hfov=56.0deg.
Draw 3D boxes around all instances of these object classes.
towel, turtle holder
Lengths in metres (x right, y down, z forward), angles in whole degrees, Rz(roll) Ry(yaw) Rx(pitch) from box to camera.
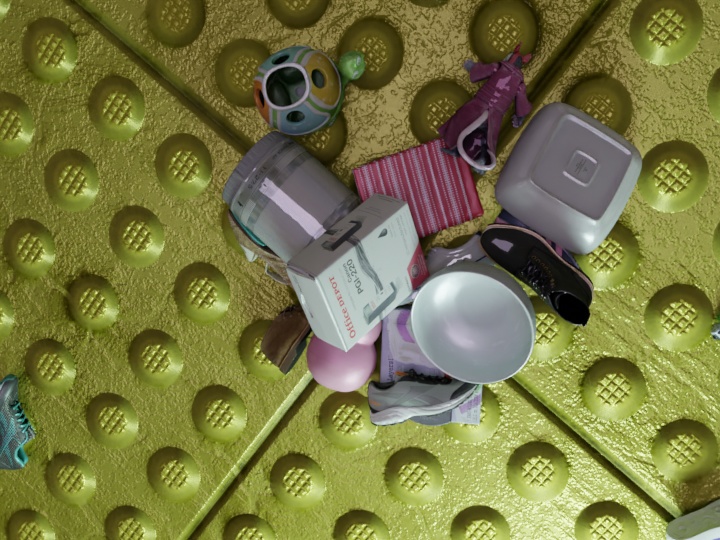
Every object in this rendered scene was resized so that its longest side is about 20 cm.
[{"bbox_3d":[0.098,-0.131,1.125,0.196,0.022,0.148,-18,96,-2],"label":"towel"},{"bbox_3d":[-0.086,-0.289,1.094,0.181,0.132,0.145,11,100,7],"label":"turtle holder"}]

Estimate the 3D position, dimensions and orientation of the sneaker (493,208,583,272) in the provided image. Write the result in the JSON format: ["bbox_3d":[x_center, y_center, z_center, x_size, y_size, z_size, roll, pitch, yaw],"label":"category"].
[{"bbox_3d":[0.295,-0.023,1.109,0.082,0.070,0.201,-39,83,8],"label":"sneaker"}]

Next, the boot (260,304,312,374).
[{"bbox_3d":[-0.110,0.083,1.192,0.075,0.073,0.202,35,105,9],"label":"boot"}]

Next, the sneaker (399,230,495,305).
[{"bbox_3d":[0.130,-0.002,1.144,0.196,0.073,0.072,-25,86,3],"label":"sneaker"}]

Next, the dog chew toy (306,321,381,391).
[{"bbox_3d":[-0.019,0.098,1.152,0.122,0.125,0.205,16,97,6],"label":"dog chew toy"}]

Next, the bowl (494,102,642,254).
[{"bbox_3d":[0.331,-0.152,1.051,0.197,0.075,0.202,32,81,2],"label":"bowl"}]

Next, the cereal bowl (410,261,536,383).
[{"bbox_3d":[0.184,0.073,1.070,0.196,0.083,0.205,12,120,22],"label":"cereal bowl"}]

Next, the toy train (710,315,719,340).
[{"bbox_3d":[0.651,0.139,1.094,0.199,0.042,0.057,40,113,1],"label":"toy train"}]

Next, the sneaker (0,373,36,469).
[{"bbox_3d":[-0.677,0.300,1.322,0.089,0.078,0.205,12,105,-9],"label":"sneaker"}]

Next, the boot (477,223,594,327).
[{"bbox_3d":[0.264,0.001,1.016,0.197,0.138,0.079,28,111,9],"label":"boot"}]

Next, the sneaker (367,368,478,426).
[{"bbox_3d":[0.101,0.199,1.124,0.195,0.074,0.081,-15,91,11],"label":"sneaker"}]

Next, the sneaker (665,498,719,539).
[{"bbox_3d":[0.620,0.474,1.137,0.196,0.081,0.149,-20,104,8],"label":"sneaker"}]

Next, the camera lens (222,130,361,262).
[{"bbox_3d":[-0.107,-0.107,1.112,0.199,0.160,0.161,41,103,1],"label":"camera lens"}]

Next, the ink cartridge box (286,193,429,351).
[{"bbox_3d":[0.000,0.000,1.035,0.199,0.084,0.148,-38,126,-24],"label":"ink cartridge box"}]

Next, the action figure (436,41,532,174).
[{"bbox_3d":[0.196,-0.263,1.046,0.132,0.149,0.203,31,101,4],"label":"action figure"}]

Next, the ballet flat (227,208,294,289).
[{"bbox_3d":[-0.164,-0.029,1.184,0.199,0.070,0.066,39,117,5],"label":"ballet flat"}]

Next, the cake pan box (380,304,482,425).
[{"bbox_3d":[0.123,0.164,1.176,0.179,0.052,0.206,5,99,10],"label":"cake pan box"}]
